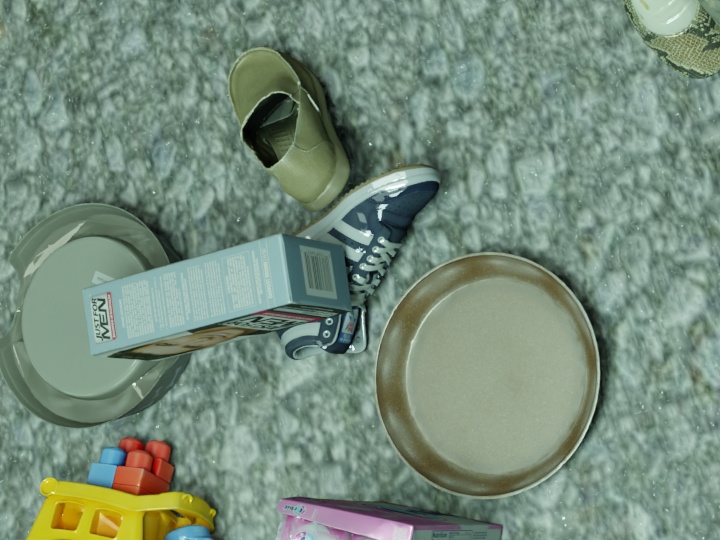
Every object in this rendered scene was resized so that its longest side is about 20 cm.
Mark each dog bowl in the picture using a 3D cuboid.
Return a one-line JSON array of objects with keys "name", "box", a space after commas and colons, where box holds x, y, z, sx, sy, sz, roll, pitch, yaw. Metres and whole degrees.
[{"name": "dog bowl", "box": [-0.234, 0.043, 1.826, 0.199, 0.059, 0.201, -3, 82, 25]}]

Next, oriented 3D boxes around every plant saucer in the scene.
[{"name": "plant saucer", "box": [0.106, 0.087, 1.667, 0.199, 0.032, 0.201, -4, 81, 26]}]

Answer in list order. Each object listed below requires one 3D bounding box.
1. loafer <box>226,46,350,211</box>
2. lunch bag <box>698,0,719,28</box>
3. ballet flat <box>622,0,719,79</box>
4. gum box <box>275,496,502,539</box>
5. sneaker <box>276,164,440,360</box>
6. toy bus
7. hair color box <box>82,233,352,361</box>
[{"name": "loafer", "box": [-0.068, -0.133, 1.735, 0.076, 0.067, 0.200, -45, 44, 11]}, {"name": "lunch bag", "box": [0.364, -0.184, 1.500, 0.200, 0.164, 0.118, 30, 91, 27]}, {"name": "ballet flat", "box": [0.228, -0.245, 1.625, 0.068, 0.075, 0.201, -28, 72, 20]}, {"name": "gum box", "box": [0.020, 0.220, 1.596, 0.113, 0.200, 0.066, 9, 87, 25]}, {"name": "sneaker", "box": [0.000, 0.000, 1.708, 0.200, 0.070, 0.109, -33, 67, 25]}, {"name": "toy bus", "box": [-0.187, 0.238, 1.750, 0.199, 0.136, 0.193, 8, 71, 25]}, {"name": "hair color box", "box": [-0.119, 0.024, 1.677, 0.199, 0.099, 0.061, -14, 78, 28]}]
